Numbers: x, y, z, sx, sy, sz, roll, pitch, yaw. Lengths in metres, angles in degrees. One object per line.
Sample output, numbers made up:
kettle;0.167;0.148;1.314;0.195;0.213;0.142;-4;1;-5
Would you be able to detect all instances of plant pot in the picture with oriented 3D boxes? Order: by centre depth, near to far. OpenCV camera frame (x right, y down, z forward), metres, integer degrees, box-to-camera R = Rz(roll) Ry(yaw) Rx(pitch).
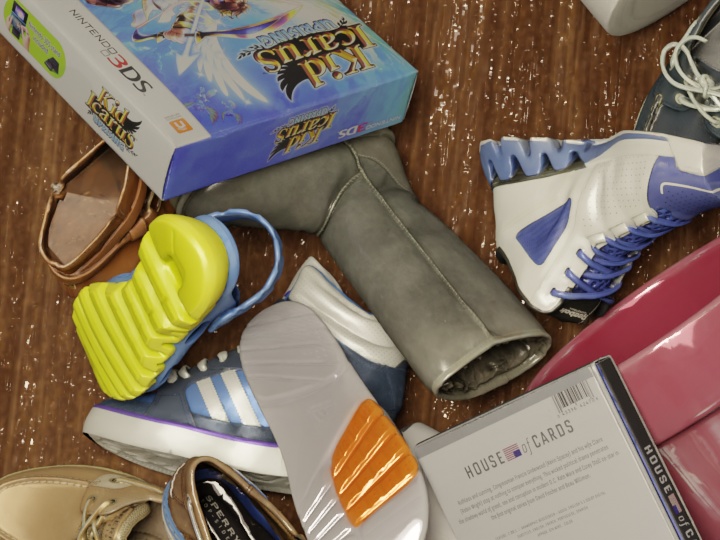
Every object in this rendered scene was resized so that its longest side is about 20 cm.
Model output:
plant pot;0.226;0.093;1.471;0.200;0.200;0.179;-36;94;2

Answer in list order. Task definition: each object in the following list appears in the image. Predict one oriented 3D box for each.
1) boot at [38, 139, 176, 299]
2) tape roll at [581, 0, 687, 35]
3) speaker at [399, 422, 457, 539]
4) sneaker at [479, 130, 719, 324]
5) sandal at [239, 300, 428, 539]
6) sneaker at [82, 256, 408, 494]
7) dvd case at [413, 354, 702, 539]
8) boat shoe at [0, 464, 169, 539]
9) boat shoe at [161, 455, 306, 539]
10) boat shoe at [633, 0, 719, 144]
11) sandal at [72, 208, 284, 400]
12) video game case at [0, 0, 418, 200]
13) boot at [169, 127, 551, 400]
boot;-0.139;-0.074;1.554;0.073;0.155;0.201;18;85;10
tape roll;0.186;-0.262;1.513;0.202;0.203;0.139;-40;79;1
speaker;0.099;0.171;1.498;0.199;0.081;0.082;27;86;26
sneaker;0.155;-0.025;1.518;0.199;0.080;0.116;-1;87;46
sandal;-0.008;0.107;1.486;0.079;0.059;0.207;-30;56;7
sneaker;-0.067;0.061;1.571;0.199;0.081;0.147;8;73;14
dvd case;0.128;0.165;1.406;0.150;0.025;0.201;-28;86;41
boat shoe;-0.151;0.163;1.567;0.199;0.065;0.072;7;83;9
boat shoe;-0.051;0.196;1.478;0.072;0.072;0.200;-38;77;-21
boat shoe;0.228;-0.123;1.556;0.075;0.062;0.201;34;89;12
sandal;-0.108;0.019;1.491;0.087;0.200;0.080;-20;82;-36
video game case;-0.095;-0.138;1.528;0.199;0.046;0.181;-21;54;-38
boot;0.000;-0.001;1.523;0.181;0.073;0.201;-17;66;-28
